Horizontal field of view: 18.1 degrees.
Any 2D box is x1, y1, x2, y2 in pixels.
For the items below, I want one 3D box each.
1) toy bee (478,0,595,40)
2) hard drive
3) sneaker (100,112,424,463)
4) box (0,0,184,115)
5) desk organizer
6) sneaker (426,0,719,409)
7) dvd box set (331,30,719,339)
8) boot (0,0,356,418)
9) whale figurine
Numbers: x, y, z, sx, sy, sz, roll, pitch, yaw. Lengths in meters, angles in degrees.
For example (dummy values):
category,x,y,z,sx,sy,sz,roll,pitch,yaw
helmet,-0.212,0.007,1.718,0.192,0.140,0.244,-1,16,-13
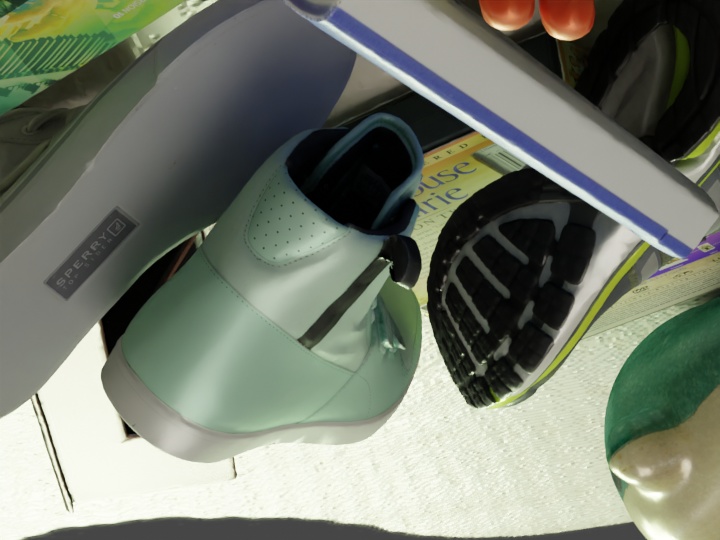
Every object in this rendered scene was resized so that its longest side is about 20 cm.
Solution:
category,x,y,z,sx,sy,sz,roll,pitch,yaw
toy bee,0.028,-0.111,0.562,0.130,0.109,0.200,6,177,-6
hard drive,0.016,-0.076,0.691,0.025,0.132,0.200,-53,140,8
sneaker,0.000,0.000,0.799,0.118,0.074,0.200,-50,168,20
box,-0.169,-0.100,0.687,0.144,0.036,0.200,-26,149,34
desk organizer,-0.096,0.027,0.923,0.077,0.072,0.200,-8,155,-4
sneaker,0.097,-0.020,0.809,0.081,0.074,0.200,4,138,-41
dvd box set,0.069,-0.023,0.911,0.146,0.029,0.200,-23,150,29
boot,-0.098,-0.042,0.784,0.200,0.096,0.074,-42,135,-3
whale figurine,0.172,0.043,0.996,0.159,0.104,0.200,-20,150,-14
